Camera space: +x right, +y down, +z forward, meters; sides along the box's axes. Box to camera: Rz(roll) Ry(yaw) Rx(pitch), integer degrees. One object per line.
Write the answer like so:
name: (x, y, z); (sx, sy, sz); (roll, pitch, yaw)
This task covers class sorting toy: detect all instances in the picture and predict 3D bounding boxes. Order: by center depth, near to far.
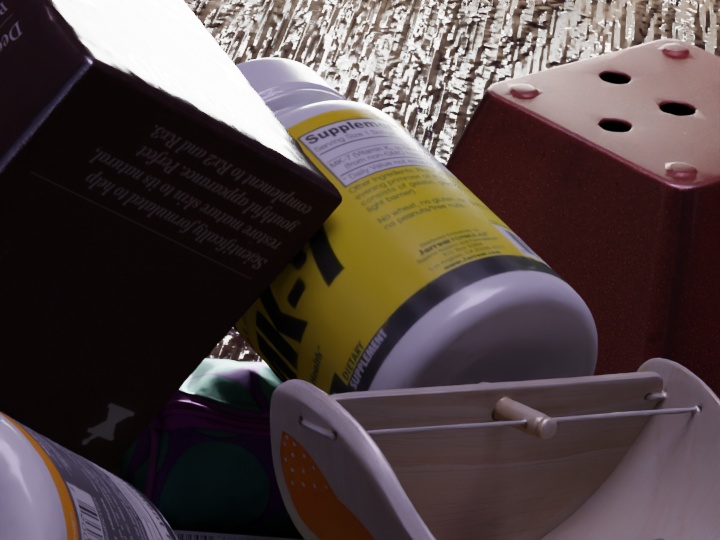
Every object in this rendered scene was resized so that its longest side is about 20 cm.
sorting toy: (0.085, 0.117, 1.126); (0.200, 0.107, 0.180); (-2, 24, -39)

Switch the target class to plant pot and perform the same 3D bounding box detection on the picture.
plant pot: (0.140, 0.001, 1.423); (0.200, 0.177, 0.200); (-18, 34, -37)

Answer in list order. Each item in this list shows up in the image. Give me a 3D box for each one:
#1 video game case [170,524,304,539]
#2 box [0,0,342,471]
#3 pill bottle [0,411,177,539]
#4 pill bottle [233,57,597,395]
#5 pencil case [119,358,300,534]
video game case: (0.005, 0.148, 1.201); (0.199, 0.026, 0.181); (5, 13, -5)
box: (-0.151, -0.054, 1.214); (0.166, 0.164, 0.200); (28, 18, -50)
pill bottle: (-0.123, 0.115, 1.016); (0.116, 0.117, 0.200); (17, -10, 19)
pill bottle: (0.000, 0.000, 1.259); (0.114, 0.115, 0.200); (-9, 38, -35)
pencil case: (-0.009, 0.078, 1.322); (0.199, 0.085, 0.092); (2, -21, -12)
